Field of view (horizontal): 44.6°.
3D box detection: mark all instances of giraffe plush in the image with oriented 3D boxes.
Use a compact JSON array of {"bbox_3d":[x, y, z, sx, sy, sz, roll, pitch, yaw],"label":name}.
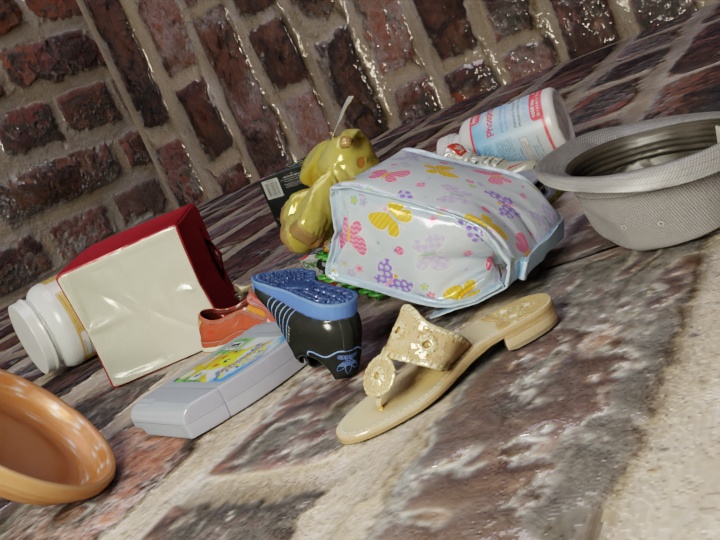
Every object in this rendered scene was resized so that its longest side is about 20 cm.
[{"bbox_3d":[0.011,-0.090,1.095,0.200,0.162,0.173,-59,17,16],"label":"giraffe plush"}]

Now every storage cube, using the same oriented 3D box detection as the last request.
[{"bbox_3d":[-0.284,0.030,1.209,0.199,0.172,0.180,-23,13,1],"label":"storage cube"}]

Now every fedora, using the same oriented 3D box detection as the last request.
[{"bbox_3d":[0.268,-0.076,0.804,0.199,0.091,0.177,-5,23,40],"label":"fedora"}]

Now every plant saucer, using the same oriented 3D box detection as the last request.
[{"bbox_3d":[-0.316,0.148,0.789,0.038,0.200,0.200,-56,12,4],"label":"plant saucer"}]

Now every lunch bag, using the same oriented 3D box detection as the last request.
[{"bbox_3d":[0.089,-0.036,0.884,0.199,0.128,0.170,14,27,23],"label":"lunch bag"}]

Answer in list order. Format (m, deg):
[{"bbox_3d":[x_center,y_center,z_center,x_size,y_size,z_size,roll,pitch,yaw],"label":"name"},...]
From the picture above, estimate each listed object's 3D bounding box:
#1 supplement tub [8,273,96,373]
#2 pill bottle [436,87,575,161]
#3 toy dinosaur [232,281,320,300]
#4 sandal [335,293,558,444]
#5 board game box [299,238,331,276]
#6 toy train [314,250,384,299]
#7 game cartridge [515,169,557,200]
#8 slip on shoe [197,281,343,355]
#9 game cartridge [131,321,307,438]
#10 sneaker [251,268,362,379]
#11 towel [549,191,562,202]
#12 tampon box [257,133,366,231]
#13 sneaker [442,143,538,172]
[{"bbox_3d":[-0.448,0.065,1.428,0.200,0.145,0.144,-31,14,-30],"label":"supplement tub"},{"bbox_3d":[0.226,-0.202,1.377,0.199,0.109,0.109,-18,13,28],"label":"pill bottle"},{"bbox_3d":[-0.116,0.023,1.189,0.101,0.058,0.200,-30,14,-33],"label":"toy dinosaur"},{"bbox_3d":[0.058,0.053,0.700,0.211,0.070,0.078,-28,13,-17],"label":"sandal"},{"bbox_3d":[0.015,-0.041,1.241,0.126,0.035,0.200,-38,18,-30],"label":"board game box"},{"bbox_3d":[0.000,0.000,1.081,0.056,0.042,0.200,-13,12,-22],"label":"toy train"},{"bbox_3d":[0.147,-0.065,1.084,0.200,0.041,0.133,-38,14,-33],"label":"game cartridge"},{"bbox_3d":[-0.112,0.049,1.062,0.199,0.061,0.074,-18,11,19],"label":"slip on shoe"},{"bbox_3d":[-0.128,0.106,0.914,0.133,0.041,0.200,-4,23,48],"label":"game cartridge"},{"bbox_3d":[-0.057,0.048,0.867,0.070,0.078,0.200,-9,14,-22],"label":"sneaker"},{"bbox_3d":[0.173,-0.081,1.181,0.199,0.018,0.086,-14,15,41],"label":"towel"},{"bbox_3d":[-0.074,-0.174,1.781,0.149,0.127,0.200,-11,17,43],"label":"tampon box"},{"bbox_3d":[0.161,-0.144,1.269,0.199,0.094,0.070,-15,6,40],"label":"sneaker"}]
